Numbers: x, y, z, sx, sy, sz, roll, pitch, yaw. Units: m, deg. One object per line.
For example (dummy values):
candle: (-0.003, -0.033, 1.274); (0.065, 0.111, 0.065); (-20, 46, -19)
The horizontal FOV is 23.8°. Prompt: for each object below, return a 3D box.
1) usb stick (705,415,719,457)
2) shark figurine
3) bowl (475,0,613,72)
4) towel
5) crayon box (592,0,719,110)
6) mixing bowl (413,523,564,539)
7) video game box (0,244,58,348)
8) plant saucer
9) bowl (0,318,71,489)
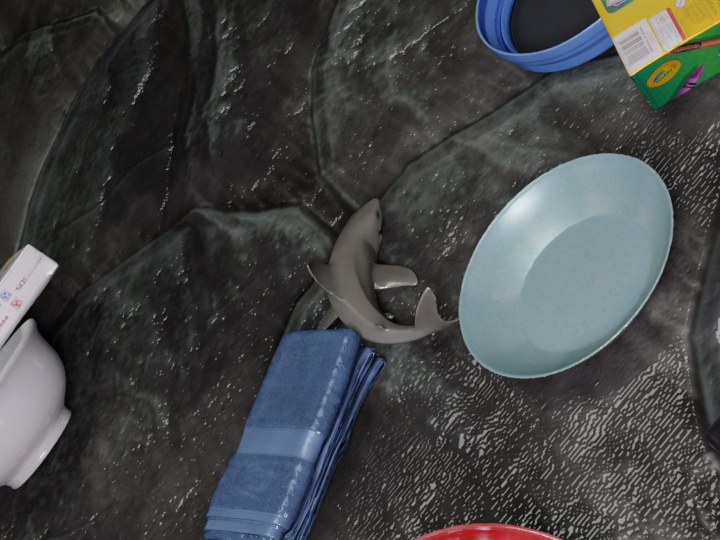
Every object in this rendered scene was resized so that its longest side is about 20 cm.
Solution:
usb stick: (0.306, 0.053, 1.138); (0.200, 0.033, 0.055); (-50, 29, 3)
shark figurine: (-0.002, 0.018, 1.465); (0.128, 0.089, 0.215); (-49, 34, 6)
bowl: (0.193, -0.263, 1.528); (0.200, 0.039, 0.201); (-29, 41, 29)
towel: (-0.058, 0.146, 1.447); (0.111, 0.048, 0.201); (-1, 60, 47)
crayon box: (0.244, -0.243, 1.390); (0.119, 0.058, 0.200); (-30, 53, 15)
mixing bowl: (0.087, 0.273, 1.090); (0.201, 0.199, 0.109); (-90, 5, -49)
video game box: (-0.401, 0.062, 1.831); (0.182, 0.047, 0.200); (-54, 12, -14)
plant saucer: (0.166, 0.003, 1.330); (0.201, 0.039, 0.202); (-29, 42, 30)
bowl: (-0.352, 0.153, 1.705); (0.201, 0.090, 0.201); (-50, 13, 16)
